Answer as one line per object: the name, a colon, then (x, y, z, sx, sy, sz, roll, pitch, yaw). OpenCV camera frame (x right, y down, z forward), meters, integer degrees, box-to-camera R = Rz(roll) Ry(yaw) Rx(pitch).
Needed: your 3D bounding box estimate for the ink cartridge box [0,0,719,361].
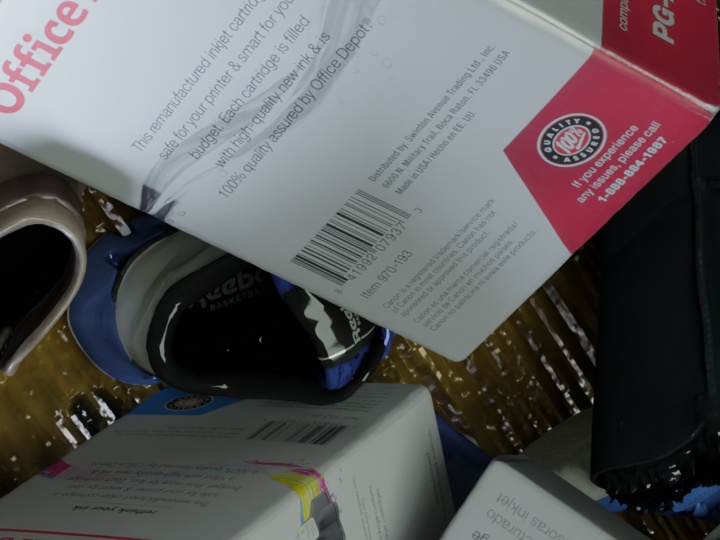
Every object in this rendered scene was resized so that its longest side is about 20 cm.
ink cartridge box: (-0.012, -0.075, 0.692, 0.199, 0.084, 0.145, 26, 135, -19)

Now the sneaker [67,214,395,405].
sneaker: (-0.001, 0.000, 0.817, 0.199, 0.115, 0.081, -24, 110, -14)

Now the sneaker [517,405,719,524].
sneaker: (0.158, 0.094, 0.915, 0.199, 0.077, 0.112, -21, 99, -21)

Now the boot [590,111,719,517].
boot: (0.174, -0.001, 0.824, 0.199, 0.076, 0.169, -12, 67, 19)

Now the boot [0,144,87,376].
boot: (-0.117, -0.022, 0.752, 0.070, 0.146, 0.200, 36, 88, -22)

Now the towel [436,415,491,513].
towel: (0.019, 0.171, 0.853, 0.147, 0.024, 0.200, 36, 94, 18)

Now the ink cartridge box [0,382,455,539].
ink cartridge box: (-0.066, 0.105, 0.763, 0.200, 0.115, 0.068, -34, 118, -52)

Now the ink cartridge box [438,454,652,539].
ink cartridge box: (0.057, 0.186, 0.775, 0.146, 0.086, 0.200, 34, 92, 14)

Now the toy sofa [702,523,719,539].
toy sofa: (0.117, 0.187, 0.879, 0.200, 0.083, 0.098, -34, 122, 12)
